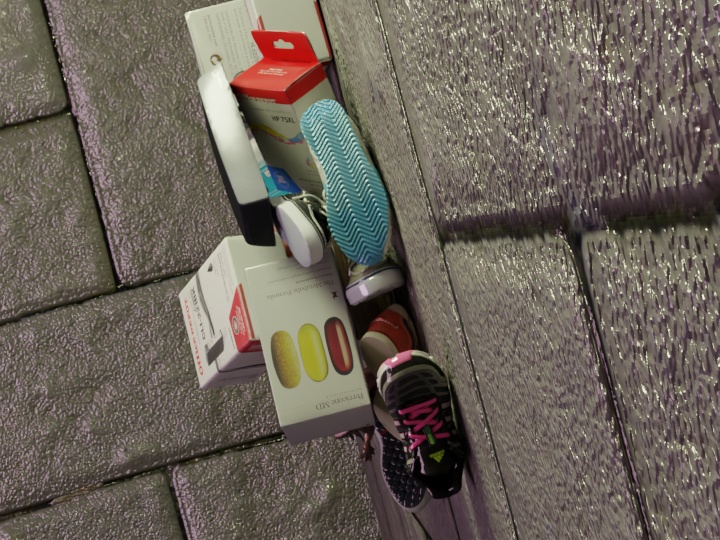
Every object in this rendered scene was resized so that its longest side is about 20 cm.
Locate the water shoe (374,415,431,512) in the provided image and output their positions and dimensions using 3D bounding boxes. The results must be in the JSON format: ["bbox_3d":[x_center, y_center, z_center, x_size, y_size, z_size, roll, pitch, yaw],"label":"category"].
[{"bbox_3d":[0.065,0.243,1.899,0.079,0.071,0.200,30,-145,-56],"label":"water shoe"}]

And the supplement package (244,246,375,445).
[{"bbox_3d":[-0.059,0.093,1.630,0.110,0.113,0.201,79,176,-71],"label":"supplement package"}]

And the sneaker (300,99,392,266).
[{"bbox_3d":[-0.006,-0.098,1.572,0.081,0.076,0.201,38,-146,-69],"label":"sneaker"}]

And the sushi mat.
[{"bbox_3d":[0.000,0.000,1.754,0.096,0.012,0.201,10,-120,-54],"label":"sushi mat"}]

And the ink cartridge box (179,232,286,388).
[{"bbox_3d":[-0.161,0.057,1.816,0.200,0.083,0.145,-44,58,56],"label":"ink cartridge box"}]

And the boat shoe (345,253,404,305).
[{"bbox_3d":[0.008,0.001,1.634,0.200,0.072,0.062,-177,65,-87],"label":"boat shoe"}]

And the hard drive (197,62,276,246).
[{"bbox_3d":[-0.151,-0.136,1.648,0.135,0.042,0.200,89,162,-63],"label":"hard drive"}]

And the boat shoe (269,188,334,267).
[{"bbox_3d":[-0.059,-0.056,1.599,0.199,0.068,0.074,-145,35,-76],"label":"boat shoe"}]

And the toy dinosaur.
[{"bbox_3d":[0.011,0.157,1.738,0.086,0.200,0.136,35,164,16],"label":"toy dinosaur"}]

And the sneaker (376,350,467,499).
[{"bbox_3d":[0.072,0.169,1.443,0.088,0.074,0.200,-110,2,-48],"label":"sneaker"}]

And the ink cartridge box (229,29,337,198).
[{"bbox_3d":[-0.084,-0.191,1.668,0.116,0.067,0.200,13,136,48],"label":"ink cartridge box"}]

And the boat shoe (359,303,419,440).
[{"bbox_3d":[0.050,0.130,1.641,0.063,0.071,0.200,-55,-38,-38],"label":"boat shoe"}]

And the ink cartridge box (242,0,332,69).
[{"bbox_3d":[-0.101,-0.325,1.805,0.200,0.083,0.145,-166,60,-85],"label":"ink cartridge box"}]

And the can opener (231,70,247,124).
[{"bbox_3d":[-0.113,-0.193,1.829,0.200,0.063,0.079,50,-158,28],"label":"can opener"}]

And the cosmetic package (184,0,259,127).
[{"bbox_3d":[-0.154,-0.305,2.003,0.200,0.166,0.168,-165,59,-86],"label":"cosmetic package"}]

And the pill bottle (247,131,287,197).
[{"bbox_3d":[-0.088,-0.120,1.956,0.200,0.111,0.111,53,-179,-16],"label":"pill bottle"}]

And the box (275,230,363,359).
[{"bbox_3d":[-0.058,0.028,1.836,0.152,0.106,0.201,-48,53,54],"label":"box"}]
